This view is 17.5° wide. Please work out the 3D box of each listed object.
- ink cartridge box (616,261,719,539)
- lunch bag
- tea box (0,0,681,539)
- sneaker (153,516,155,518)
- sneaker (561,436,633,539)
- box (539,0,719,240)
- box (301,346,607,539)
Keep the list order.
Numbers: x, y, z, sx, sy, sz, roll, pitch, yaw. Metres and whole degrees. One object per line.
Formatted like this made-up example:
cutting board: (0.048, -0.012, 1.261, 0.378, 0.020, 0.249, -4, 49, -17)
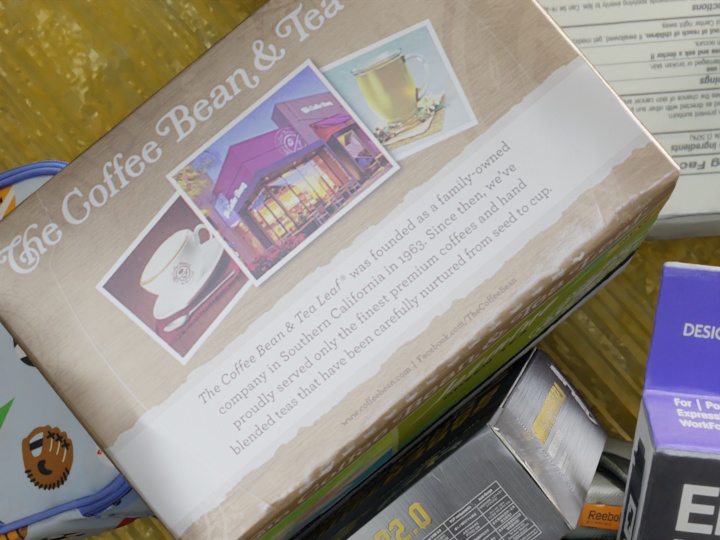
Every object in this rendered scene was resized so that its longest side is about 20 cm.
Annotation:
ink cartridge box: (0.187, 0.107, 0.834, 0.196, 0.043, 0.202, 5, 105, -8)
lunch bag: (-0.164, 0.042, 0.985, 0.199, 0.075, 0.162, -18, 80, 26)
tea box: (-0.013, -0.003, 0.818, 0.200, 0.197, 0.134, -40, 82, -4)
sneaker: (-0.061, 0.067, 0.998, 0.089, 0.079, 0.201, -20, 79, 7)
sneaker: (0.123, 0.108, 0.974, 0.198, 0.079, 0.075, 12, 87, 1)
box: (0.105, -0.114, 0.977, 0.127, 0.109, 0.202, -3, 86, 6)
box: (-0.002, 0.119, 0.874, 0.200, 0.158, 0.048, -41, 89, 13)
